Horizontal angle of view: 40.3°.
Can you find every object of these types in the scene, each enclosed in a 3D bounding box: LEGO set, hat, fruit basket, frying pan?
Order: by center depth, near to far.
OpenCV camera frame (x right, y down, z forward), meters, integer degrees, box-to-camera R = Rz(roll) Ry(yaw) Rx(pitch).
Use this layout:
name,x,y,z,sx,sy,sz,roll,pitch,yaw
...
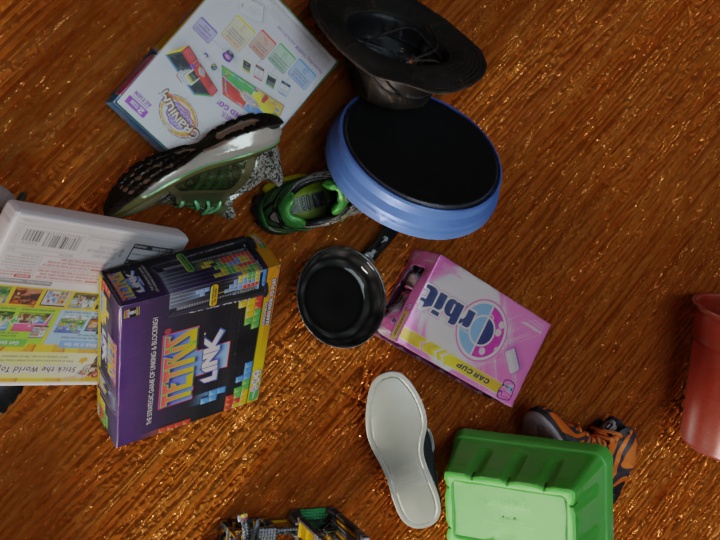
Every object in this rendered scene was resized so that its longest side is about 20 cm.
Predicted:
name,x,y,z,sx,sy,sz,roll,pitch,yaw
hat,0.031,-0.227,1.059,0.200,0.201,0.081,-3,138,-26
LEGO set,-0.076,0.345,1.092,0.199,0.116,0.155,12,92,-27
frying pan,-0.015,-0.005,1.118,0.115,0.031,0.191,22,72,-25
fruit basket,0.215,0.273,1.208,0.215,0.215,0.156,-9,102,-25

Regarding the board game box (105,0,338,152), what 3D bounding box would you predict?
name,x,y,z,sx,sy,sz,roll,pitch,yaw
board game box,-0.141,-0.197,1.020,0.153,0.040,0.200,44,78,-25

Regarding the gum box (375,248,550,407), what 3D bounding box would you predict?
name,x,y,z,sx,sy,sz,roll,pitch,yaw
gum box,0.119,0.067,1.174,0.200,0.066,0.114,31,82,-26

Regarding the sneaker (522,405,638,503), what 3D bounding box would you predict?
name,x,y,z,sx,sy,sz,roll,pitch,yaw
sneaker,0.292,0.221,1.290,0.112,0.077,0.200,-49,121,-20

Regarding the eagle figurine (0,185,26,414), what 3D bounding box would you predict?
name,x,y,z,sx,sy,sz,roll,pitch,yaw
eagle figurine,-0.369,0.026,0.912,0.152,0.151,0.200,38,115,13

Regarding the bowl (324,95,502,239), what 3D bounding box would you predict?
name,x,y,z,sx,sy,sz,roll,pitch,yaw
bowl,0.061,-0.121,1.059,0.200,0.201,0.039,-3,143,-26

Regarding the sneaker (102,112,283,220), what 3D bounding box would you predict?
name,x,y,z,sx,sy,sz,roll,pitch,yaw
sneaker,-0.154,-0.081,0.972,0.199,0.077,0.089,-27,117,-18

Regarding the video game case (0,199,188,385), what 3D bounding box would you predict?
name,x,y,z,sx,sy,sz,roll,pitch,yaw
video game case,-0.272,0.028,0.893,0.200,0.023,0.182,9,118,-57

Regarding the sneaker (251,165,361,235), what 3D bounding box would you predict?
name,x,y,z,sx,sy,sz,roll,pitch,yaw
sneaker,-0.014,-0.086,1.075,0.199,0.085,0.078,-27,109,-22

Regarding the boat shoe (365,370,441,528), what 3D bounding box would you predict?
name,x,y,z,sx,sy,sz,roll,pitch,yaw
boat shoe,0.050,0.207,1.169,0.075,0.060,0.201,-8,105,3

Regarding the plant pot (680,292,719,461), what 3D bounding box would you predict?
name,x,y,z,sx,sy,sz,roll,pitch,yaw
plant pot,0.530,0.153,1.334,0.200,0.201,0.196,3,105,-27

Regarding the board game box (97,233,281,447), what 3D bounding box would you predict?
name,x,y,z,sx,sy,sz,roll,pitch,yaw
board game box,-0.173,0.070,0.972,0.165,0.057,0.201,-17,139,-31
